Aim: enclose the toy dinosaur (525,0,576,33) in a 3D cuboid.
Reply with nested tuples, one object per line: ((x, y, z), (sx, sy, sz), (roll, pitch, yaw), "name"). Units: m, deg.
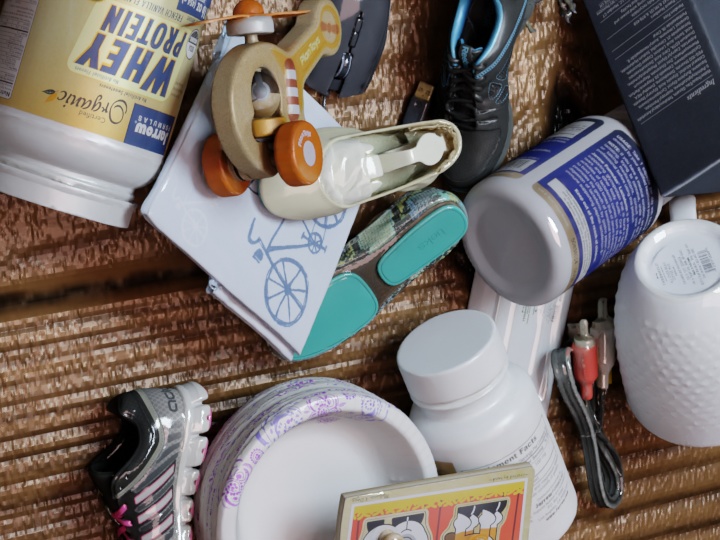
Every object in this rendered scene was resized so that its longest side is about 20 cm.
((0.136, -0.253, 1.369), (0.087, 0.047, 0.203), (-1, 97, -19), "toy dinosaur")

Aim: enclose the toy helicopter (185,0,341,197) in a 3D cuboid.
((-0.063, -0.154, 1.188), (0.201, 0.078, 0.133), (-59, 135, -49), "toy helicopter")

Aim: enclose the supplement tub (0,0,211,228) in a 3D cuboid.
((-0.197, -0.144, 1.165), (0.143, 0.144, 0.202), (16, 92, -28), "supplement tub")

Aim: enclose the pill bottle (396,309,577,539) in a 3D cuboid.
((0.104, 0.140, 1.371), (0.114, 0.114, 0.202), (-33, 119, -17), "pill bottle")

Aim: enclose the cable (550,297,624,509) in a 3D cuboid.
((0.217, 0.130, 1.462), (0.097, 0.050, 0.203), (-31, 111, -58), "cable")

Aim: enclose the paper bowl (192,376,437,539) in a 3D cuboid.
((-0.042, 0.188, 1.325), (0.198, 0.104, 0.203), (-5, 101, -26), "paper bowl")

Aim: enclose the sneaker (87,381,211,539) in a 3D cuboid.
((-0.179, 0.184, 1.276), (0.087, 0.074, 0.203), (10, 90, -27), "sneaker")

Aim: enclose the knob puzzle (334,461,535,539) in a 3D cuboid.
((0.060, 0.264, 1.312), (0.217, 0.030, 0.222), (-11, 115, -23), "knob puzzle")

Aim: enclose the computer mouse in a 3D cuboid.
((0.010, -0.178, 1.317), (0.139, 0.046, 0.202), (14, 93, -28), "computer mouse")

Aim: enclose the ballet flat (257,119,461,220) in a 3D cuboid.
((0.007, -0.084, 1.258), (0.199, 0.069, 0.070), (-19, 109, -45), "ballet flat")

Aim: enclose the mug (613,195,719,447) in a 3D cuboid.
((0.294, 0.025, 1.424), (0.146, 0.202, 0.176), (-7, 140, 13), "mug")

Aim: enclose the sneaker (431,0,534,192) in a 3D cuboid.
((0.089, -0.161, 1.321), (0.082, 0.072, 0.203), (-26, 128, -62), "sneaker")

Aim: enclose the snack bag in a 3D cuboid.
((-0.077, -0.061, 1.232), (0.200, 0.021, 0.190), (43, 58, -39), "snack bag")

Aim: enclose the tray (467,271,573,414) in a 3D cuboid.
((0.146, 0.035, 1.438), (0.106, 0.022, 0.203), (8, 96, -28), "tray")

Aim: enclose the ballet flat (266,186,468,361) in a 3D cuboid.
((0.000, 0.000, 1.332), (0.199, 0.074, 0.075), (-34, 113, -6), "ballet flat")

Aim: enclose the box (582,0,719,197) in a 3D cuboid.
((0.301, -0.177, 1.364), (0.147, 0.107, 0.202), (-6, 70, -40), "box")

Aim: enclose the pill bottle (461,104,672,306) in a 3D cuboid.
((0.187, -0.063, 1.370), (0.199, 0.115, 0.117), (-32, 113, -35), "pill bottle")
